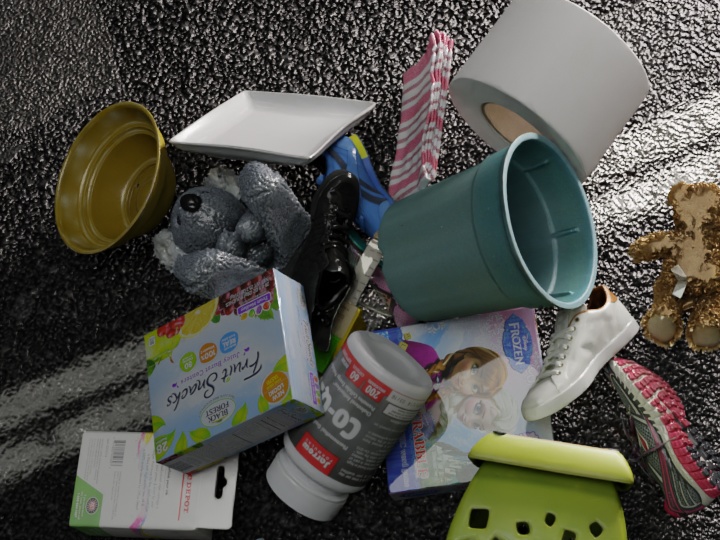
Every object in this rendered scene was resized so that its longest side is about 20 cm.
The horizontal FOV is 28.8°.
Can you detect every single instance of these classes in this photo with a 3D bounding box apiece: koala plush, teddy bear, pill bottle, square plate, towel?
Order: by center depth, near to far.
[{"bbox_3d":[-0.016,0.179,1.594,0.114,0.114,0.201,40,106,22],"label":"pill bottle"},{"bbox_3d":[0.390,-0.001,1.647,0.144,0.067,0.202,-11,74,17],"label":"teddy bear"},{"bbox_3d":[0.068,-0.179,1.731,0.030,0.146,0.202,13,70,-13],"label":"towel"},{"bbox_3d":[-0.166,-0.041,1.734,0.199,0.184,0.178,27,78,41],"label":"koala plush"},{"bbox_3d":[-0.107,-0.177,1.760,0.197,0.029,0.200,8,28,24],"label":"square plate"}]

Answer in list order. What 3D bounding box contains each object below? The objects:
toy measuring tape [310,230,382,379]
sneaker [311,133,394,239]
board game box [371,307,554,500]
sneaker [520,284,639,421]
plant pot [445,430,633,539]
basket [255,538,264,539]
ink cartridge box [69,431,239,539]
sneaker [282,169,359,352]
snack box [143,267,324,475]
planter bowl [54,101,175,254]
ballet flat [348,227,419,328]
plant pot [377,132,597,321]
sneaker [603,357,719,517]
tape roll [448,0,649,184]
[{"bbox_3d":[-0.008,0.047,1.685,0.073,0.073,0.201,29,96,20],"label":"toy measuring tape"},{"bbox_3d":[-0.007,-0.084,1.734,0.078,0.066,0.201,-16,55,-16],"label":"sneaker"},{"bbox_3d":[0.121,0.155,1.646,0.198,0.041,0.202,-10,69,7],"label":"board game box"},{"bbox_3d":[0.232,0.090,1.594,0.200,0.073,0.085,-41,100,-35],"label":"sneaker"},{"bbox_3d":[0.192,0.274,1.485,0.197,0.200,0.183,8,80,11],"label":"plant pot"},{"bbox_3d":[-0.132,0.414,1.544,0.175,0.139,0.201,-23,57,1],"label":"basket"},{"bbox_3d":[-0.234,0.256,1.665,0.198,0.067,0.118,0,68,12],"label":"ink cartridge box"},{"bbox_3d":[-0.034,-0.014,1.646,0.104,0.060,0.201,32,98,57],"label":"sneaker"},{"bbox_3d":[-0.147,0.117,1.600,0.199,0.068,0.170,-26,56,26],"label":"snack box"},{"bbox_3d":[-0.295,-0.106,1.790,0.199,0.083,0.202,-18,62,37],"label":"planter bowl"},{"bbox_3d":[0.000,0.000,1.722,0.200,0.069,0.071,43,98,21],"label":"ballet flat"},{"bbox_3d":[0.138,-0.033,1.610,0.195,0.200,0.202,-16,64,35],"label":"plant pot"},{"bbox_3d":[0.328,0.182,1.578,0.075,0.080,0.201,-46,54,27],"label":"sneaker"},{"bbox_3d":[0.225,-0.216,1.680,0.202,0.203,0.140,33,79,21],"label":"tape roll"}]
